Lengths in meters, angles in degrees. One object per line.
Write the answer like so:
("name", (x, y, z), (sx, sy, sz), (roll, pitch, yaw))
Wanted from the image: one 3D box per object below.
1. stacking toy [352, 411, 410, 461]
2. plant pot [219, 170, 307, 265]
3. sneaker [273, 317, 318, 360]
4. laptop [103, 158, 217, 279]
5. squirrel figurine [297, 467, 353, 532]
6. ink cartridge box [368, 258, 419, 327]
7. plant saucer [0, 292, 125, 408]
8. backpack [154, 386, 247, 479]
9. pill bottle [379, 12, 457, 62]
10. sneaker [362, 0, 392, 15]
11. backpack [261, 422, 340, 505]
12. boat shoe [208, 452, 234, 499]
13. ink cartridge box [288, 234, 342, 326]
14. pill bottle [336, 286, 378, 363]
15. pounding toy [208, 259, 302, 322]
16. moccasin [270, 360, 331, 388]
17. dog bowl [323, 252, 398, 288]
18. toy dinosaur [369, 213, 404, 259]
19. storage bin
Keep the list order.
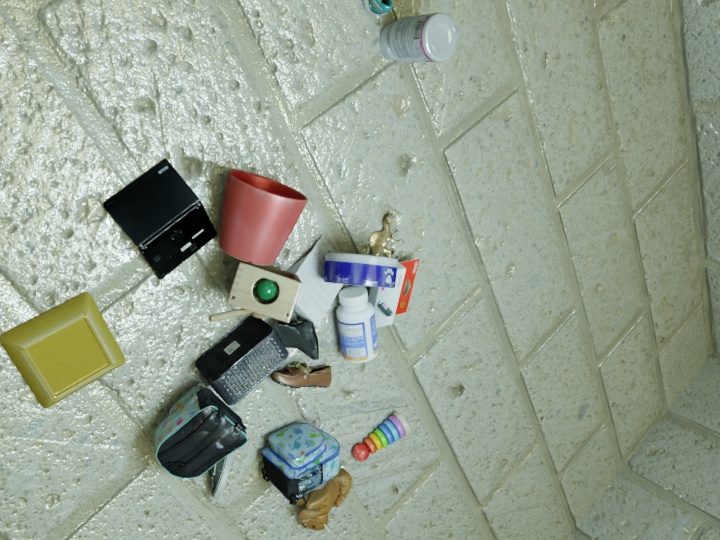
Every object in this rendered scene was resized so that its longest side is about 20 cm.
("stacking toy", (0.060, 0.540, 1.944), (0.198, 0.085, 0.086), (-29, 120, -19))
("plant pot", (-0.246, -0.122, 1.445), (0.198, 0.200, 0.179), (11, 108, -38))
("sneaker", (-0.174, 0.187, 1.661), (0.103, 0.061, 0.201), (-6, 143, 0))
("laptop", (-0.453, -0.114, 1.394), (0.177, 0.103, 0.201), (-41, 150, -19))
("squirrel figurine", (-0.105, 0.694, 1.827), (0.198, 0.141, 0.189), (-17, 120, -29))
("ink cartridge box", (0.102, 0.070, 1.813), (0.172, 0.044, 0.202), (-9, 125, -33))
("plant saucer", (-0.639, 0.182, 1.322), (0.199, 0.048, 0.202), (-31, 120, -25))
("backpack", (-0.406, 0.402, 1.493), (0.200, 0.153, 0.176), (-43, 126, -7))
("pill bottle", (0.145, -0.598, 1.568), (0.112, 0.199, 0.115), (-12, 111, -33))
("sneaker", (0.040, -0.749, 1.520), (0.077, 0.079, 0.202), (-32, 120, -24))
("backpack", (-0.158, 0.522, 1.701), (0.198, 0.182, 0.149), (-14, 113, -38))
("boat shoe", (-0.376, 0.516, 1.617), (0.063, 0.071, 0.203), (16, 104, -6))
("ink cartridge box", (-0.126, 0.028, 1.672), (0.161, 0.050, 0.201), (53, 54, -35))
("pill bottle", (-0.011, 0.153, 1.741), (0.111, 0.112, 0.203), (-20, 115, -30))
("pounding toy", (-0.251, 0.061, 1.456), (0.182, 0.200, 0.144), (19, 93, -12))
("moccasin", (-0.162, 0.288, 1.696), (0.199, 0.073, 0.079), (8, 90, -35))
("dog bowl", (0.000, 0.000, 1.628), (0.198, 0.199, 0.080), (6, 89, -37))
("toy dinosaur", (0.064, -0.065, 1.779), (0.100, 0.058, 0.202), (27, 84, -23))
("storage bin", (-0.299, 0.223, 1.531), (0.199, 0.135, 0.094), (-40, 124, -20))
